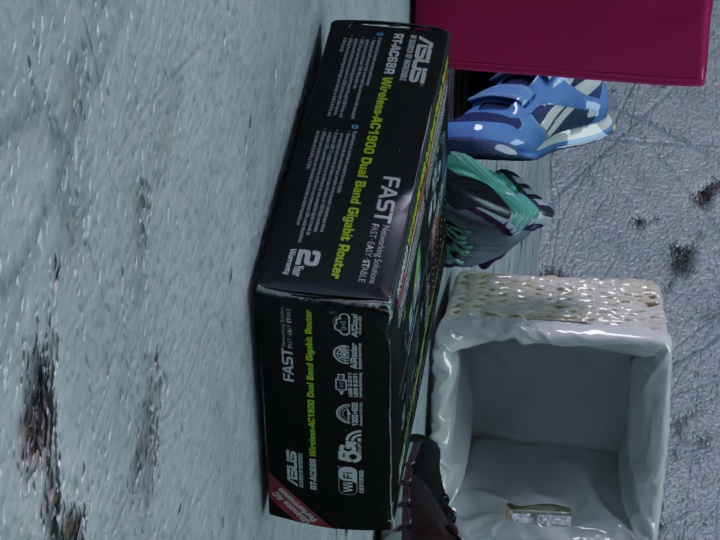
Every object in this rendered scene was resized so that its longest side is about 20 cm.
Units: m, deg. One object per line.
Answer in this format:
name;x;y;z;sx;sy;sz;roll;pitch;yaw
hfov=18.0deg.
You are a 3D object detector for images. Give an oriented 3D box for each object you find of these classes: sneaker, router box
sneaker;0.083;-0.033;1.732;0.088;0.074;0.200;-48;160;13
sneaker;0.068;0.207;1.571;0.076;0.115;0.200;86;12;-53
sneaker;0.127;-0.131;1.797;0.200;0.074;0.082;-22;112;-51
router box;0.000;0.000;1.077;0.200;0.062;0.150;-77;171;-47

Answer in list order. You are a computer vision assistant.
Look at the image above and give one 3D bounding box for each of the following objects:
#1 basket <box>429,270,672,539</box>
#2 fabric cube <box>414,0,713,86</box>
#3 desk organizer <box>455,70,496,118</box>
basket;0.160;0.112;1.945;0.161;0.198;0.200;-79;171;-67
fabric cube;0.144;-0.259;1.515;0.200;0.196;0.199;-72;164;-57
desk organizer;0.117;-0.209;1.850;0.077;0.072;0.200;-72;165;-52
